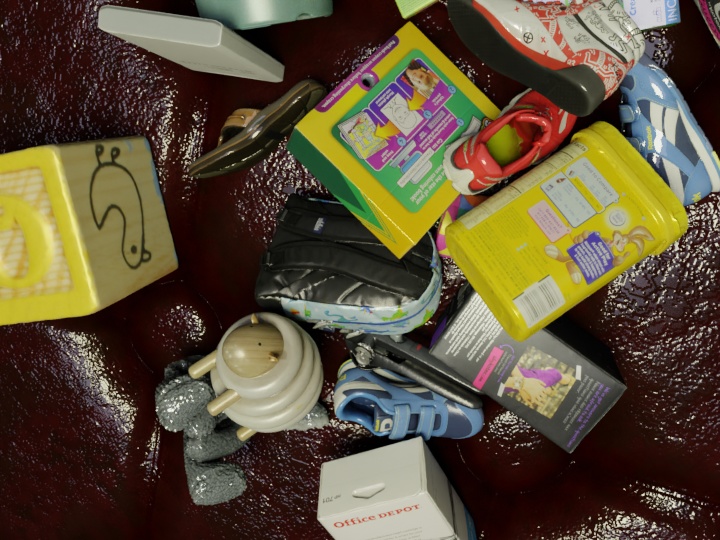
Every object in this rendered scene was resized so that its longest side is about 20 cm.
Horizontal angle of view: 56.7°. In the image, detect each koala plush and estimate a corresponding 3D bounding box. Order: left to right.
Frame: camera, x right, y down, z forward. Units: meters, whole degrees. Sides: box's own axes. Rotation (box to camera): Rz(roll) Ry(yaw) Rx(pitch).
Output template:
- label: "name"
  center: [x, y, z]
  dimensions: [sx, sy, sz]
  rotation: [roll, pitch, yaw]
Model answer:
- label: "koala plush"
  center: [-0.145, 0.169, 0.886]
  dimensions: [0.197, 0.184, 0.180]
  rotation: [-18, 110, -5]

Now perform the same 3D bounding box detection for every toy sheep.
- label: "toy sheep"
  center: [-0.105, 0.119, 0.751]
  dimensions: [0.136, 0.201, 0.140]
  rotation: [-4, 63, 8]

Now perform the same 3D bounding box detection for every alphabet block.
- label: "alphabet block"
  center: [-0.376, -0.056, 0.838]
  dimensions: [0.194, 0.200, 0.198]
  rotation: [-9, 103, 15]

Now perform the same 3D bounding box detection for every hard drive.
- label: "hard drive"
  center: [-0.176, -0.246, 0.741]
  dimensions: [0.130, 0.200, 0.027]
  rotation: [11, 98, 10]

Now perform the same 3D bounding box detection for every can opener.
- label: "can opener"
  center: [0.066, 0.109, 0.822]
  dimensions: [0.198, 0.079, 0.064]
  rotation: [24, 137, 22]

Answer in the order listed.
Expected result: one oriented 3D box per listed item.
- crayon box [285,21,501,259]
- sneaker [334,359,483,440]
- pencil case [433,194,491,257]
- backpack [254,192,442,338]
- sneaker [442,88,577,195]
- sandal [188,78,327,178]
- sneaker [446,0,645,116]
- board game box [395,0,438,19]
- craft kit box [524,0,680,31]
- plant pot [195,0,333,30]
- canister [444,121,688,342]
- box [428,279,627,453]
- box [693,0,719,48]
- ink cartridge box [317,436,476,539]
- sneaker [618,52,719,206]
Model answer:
- label: "crayon box"
  center: [0.048, -0.145, 0.732]
  dimensions: [0.172, 0.058, 0.200]
  rotation: [44, 67, -2]
- label: "sneaker"
  center: [0.057, 0.180, 0.851]
  dimensions: [0.197, 0.082, 0.075]
  rotation: [12, 120, 11]
- label: "pencil case"
  center: [0.183, -0.040, 0.779]
  dimensions: [0.197, 0.088, 0.090]
  rotation: [12, 107, 11]
- label: "backpack"
  center: [0.000, 0.000, 0.793]
  dimensions: [0.197, 0.165, 0.154]
  rotation: [-2, 145, 24]
- label: "sneaker"
  center: [0.177, -0.142, 0.698]
  dimensions: [0.199, 0.085, 0.077]
  rotation: [-39, 99, -25]
- label: "sandal"
  center: [-0.130, -0.178, 0.817]
  dimensions: [0.199, 0.082, 0.055]
  rotation: [-34, 79, 20]
- label: "sneaker"
  center: [0.192, -0.250, 0.690]
  dimensions: [0.108, 0.067, 0.201]
  rotation: [-42, 66, -11]
- label: "board game box"
  center: [0.048, -0.398, 0.742]
  dimensions: [0.095, 0.030, 0.202]
  rotation: [-24, 101, 17]
- label: "craft kit box"
  center: [0.224, -0.342, 0.708]
  dimensions: [0.195, 0.049, 0.203]
  rotation: [-7, 103, 12]
- label: "plant pot"
  center: [-0.114, -0.365, 0.710]
  dimensions: [0.197, 0.201, 0.199]
  rotation: [-4, 111, 14]
- label: "canister"
  center: [0.204, -0.039, 0.687]
  dimensions: [0.199, 0.087, 0.149]
  rotation: [-33, 71, -5]
- label: "box"
  center: [0.193, 0.095, 0.788]
  dimensions: [0.199, 0.122, 0.107]
  rotation: [35, 108, 1]
- label: "box"
  center: [0.425, -0.251, 0.647]
  dimensions: [0.131, 0.115, 0.201]
  rotation: [-31, 96, 18]
- label: "ink cartridge box"
  center: [0.052, 0.320, 0.861]
  dimensions: [0.145, 0.086, 0.201]
  rotation: [-18, 124, 16]
- label: "sneaker"
  center: [0.312, -0.153, 0.723]
  dimensions: [0.082, 0.074, 0.201]
  rotation: [-31, 95, 21]
